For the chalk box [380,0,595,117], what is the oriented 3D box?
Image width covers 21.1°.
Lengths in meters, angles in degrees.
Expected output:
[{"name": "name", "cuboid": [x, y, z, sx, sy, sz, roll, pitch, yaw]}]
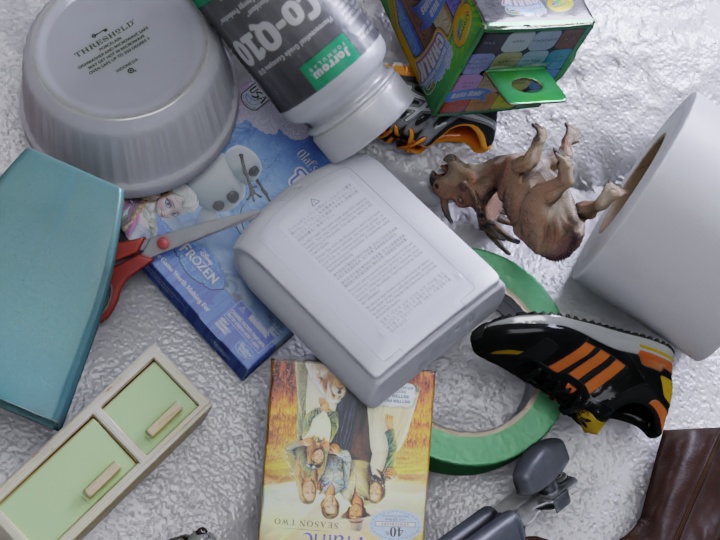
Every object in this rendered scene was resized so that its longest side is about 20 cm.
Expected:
[{"name": "chalk box", "cuboid": [0.117, -0.220, 1.726, 0.124, 0.124, 0.201, -5, 59, -29]}]

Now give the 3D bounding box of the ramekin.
[{"name": "ramekin", "cuboid": [-0.206, -0.172, 1.694, 0.200, 0.094, 0.204, 0, 62, 0]}]

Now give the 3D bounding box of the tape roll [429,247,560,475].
[{"name": "tape roll", "cuboid": [0.090, 0.081, 1.730, 0.199, 0.048, 0.202, 3, 73, -10]}]

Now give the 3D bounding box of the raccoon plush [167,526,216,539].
[{"name": "raccoon plush", "cuboid": [-0.134, 0.315, 1.598, 0.133, 0.097, 0.202, 14, 88, 28]}]

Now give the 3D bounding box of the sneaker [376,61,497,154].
[{"name": "sneaker", "cuboid": [0.039, -0.145, 1.775, 0.198, 0.078, 0.078, -4, 79, -14]}]

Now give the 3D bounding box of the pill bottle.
[{"name": "pill bottle", "cuboid": [-0.049, -0.200, 1.667, 0.113, 0.113, 0.200, -44, 103, -20]}]

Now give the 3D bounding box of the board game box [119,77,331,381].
[{"name": "board game box", "cuboid": [-0.098, -0.041, 1.730, 0.199, 0.043, 0.200, -42, 85, -21]}]

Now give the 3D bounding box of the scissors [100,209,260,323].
[{"name": "scissors", "cuboid": [-0.184, -0.025, 1.673, 0.199, 0.014, 0.073, -33, 85, 13]}]

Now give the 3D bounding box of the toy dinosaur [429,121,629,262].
[{"name": "toy dinosaur", "cuboid": [0.155, -0.054, 1.727, 0.085, 0.136, 0.200, 18, 26, -36]}]

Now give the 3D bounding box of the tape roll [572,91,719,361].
[{"name": "tape roll", "cuboid": [0.300, -0.040, 1.730, 0.139, 0.203, 0.203, 33, 70, -1]}]

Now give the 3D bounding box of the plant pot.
[{"name": "plant pot", "cuboid": [-0.275, 0.012, 1.606, 0.140, 0.141, 0.201, 24, 80, -4]}]

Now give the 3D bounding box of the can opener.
[{"name": "can opener", "cuboid": [0.110, 0.208, 1.657, 0.199, 0.053, 0.067, -29, 110, -38]}]

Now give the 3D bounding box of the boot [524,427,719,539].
[{"name": "boot", "cuboid": [0.247, 0.210, 1.717, 0.186, 0.064, 0.201, 30, 70, -10]}]

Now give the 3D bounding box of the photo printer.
[{"name": "photo printer", "cuboid": [0.000, 0.000, 1.659, 0.166, 0.070, 0.200, -38, 68, -24]}]

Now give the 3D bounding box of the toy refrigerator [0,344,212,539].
[{"name": "toy refrigerator", "cuboid": [-0.223, 0.160, 1.628, 0.076, 0.070, 0.200, 45, 69, 4]}]

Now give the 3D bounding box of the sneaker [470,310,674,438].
[{"name": "sneaker", "cuboid": [0.188, 0.095, 1.683, 0.199, 0.070, 0.091, 11, 68, -23]}]

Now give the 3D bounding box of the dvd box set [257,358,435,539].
[{"name": "dvd box set", "cuboid": [-0.014, 0.181, 1.655, 0.145, 0.029, 0.202, 5, 85, -1]}]
